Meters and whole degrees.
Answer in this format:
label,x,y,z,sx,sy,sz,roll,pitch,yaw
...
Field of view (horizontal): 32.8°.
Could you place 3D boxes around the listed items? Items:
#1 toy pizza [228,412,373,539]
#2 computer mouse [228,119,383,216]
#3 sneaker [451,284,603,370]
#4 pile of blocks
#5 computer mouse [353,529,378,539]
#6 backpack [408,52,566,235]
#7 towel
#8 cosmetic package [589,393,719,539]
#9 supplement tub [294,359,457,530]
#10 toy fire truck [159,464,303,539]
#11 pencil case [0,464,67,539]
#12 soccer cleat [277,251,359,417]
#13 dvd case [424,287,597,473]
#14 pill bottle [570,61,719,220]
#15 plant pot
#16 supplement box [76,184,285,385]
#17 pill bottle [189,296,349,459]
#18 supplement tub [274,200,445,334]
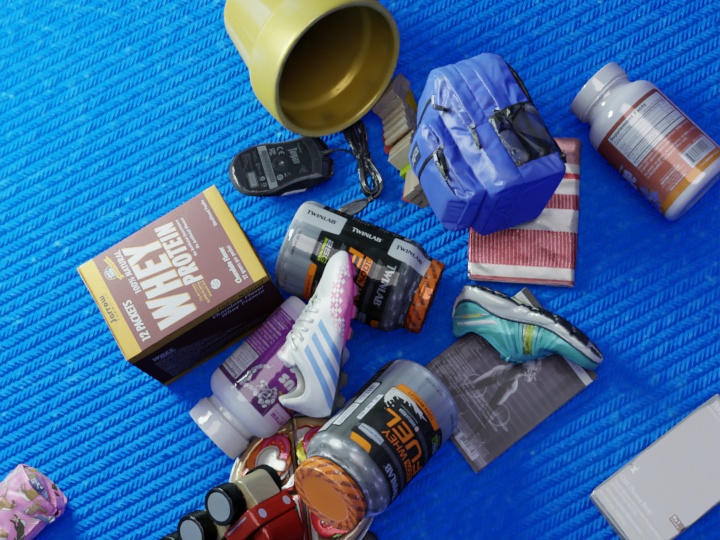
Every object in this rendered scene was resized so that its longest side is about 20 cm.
label,x,y,z,sx,sy,sz,roll,pitch,yaw
toy pizza,-0.074,0.273,1.533,0.198,0.032,0.202,-5,68,11
computer mouse,-0.069,-0.117,1.640,0.198,0.046,0.142,-21,73,-11
sneaker,0.210,0.083,1.546,0.198,0.077,0.080,22,98,15
pile of blocks,0.067,-0.163,1.638,0.062,0.082,0.202,-35,59,40
computer mouse,-0.071,0.360,1.535,0.198,0.034,0.059,-10,67,10
backpack,0.144,-0.165,1.534,0.166,0.163,0.202,-16,71,-20
towel,0.216,-0.080,1.616,0.142,0.023,0.202,3,78,5
cosmetic package,0.387,0.254,1.488,0.199,0.090,0.107,-39,73,-2
supplement tub,0.018,0.211,1.475,0.122,0.123,0.200,38,54,12
toy fire truck,-0.136,0.364,1.451,0.176,0.128,0.201,-45,74,32
pencil case,-0.465,0.340,1.546,0.200,0.086,0.083,-46,108,-6
soccer cleat,-0.053,0.074,1.464,0.085,0.070,0.203,7,88,-11
dvd case,0.181,0.139,1.569,0.199,0.016,0.149,-37,75,-4
pill bottle,0.369,-0.170,1.578,0.112,0.112,0.200,-42,76,-6
plant pot,-0.079,-0.309,1.611,0.200,0.201,0.189,-40,55,-5
supplement box,-0.215,0.024,1.536,0.196,0.200,0.134,-31,76,-3
pill bottle,-0.117,0.138,1.546,0.112,0.112,0.200,43,84,13
supplement tub,0.000,0.000,1.561,0.198,0.123,0.124,21,79,7
